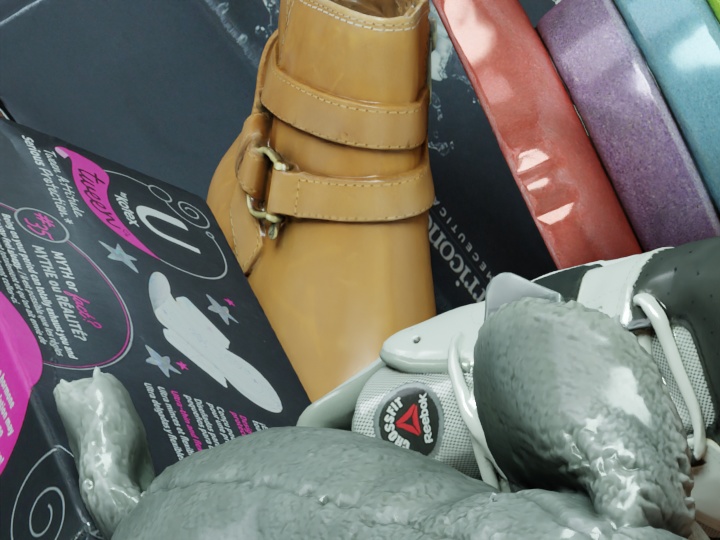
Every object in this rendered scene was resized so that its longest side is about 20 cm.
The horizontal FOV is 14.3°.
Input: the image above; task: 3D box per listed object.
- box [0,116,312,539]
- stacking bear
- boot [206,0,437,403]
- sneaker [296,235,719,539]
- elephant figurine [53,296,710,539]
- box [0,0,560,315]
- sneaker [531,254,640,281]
[{"bbox_3d":[-0.088,0.067,0.777,0.132,0.115,0.200,-54,37,19],"label":"box"},{"bbox_3d":[0.138,-0.071,0.865,0.200,0.114,0.122,-26,53,5],"label":"stacking bear"},{"bbox_3d":[0.000,0.000,0.830,0.200,0.074,0.155,49,132,54],"label":"boot"},{"bbox_3d":[0.049,0.036,0.668,0.088,0.074,0.200,-11,-6,-27],"label":"sneaker"},{"bbox_3d":[0.031,0.078,0.565,0.200,0.155,0.142,142,137,-61],"label":"elephant figurine"},{"bbox_3d":[-0.007,-0.073,1.042,0.117,0.197,0.200,-24,20,41],"label":"box"},{"bbox_3d":[0.106,0.022,0.751,0.080,0.077,0.200,-35,18,-24],"label":"sneaker"}]
